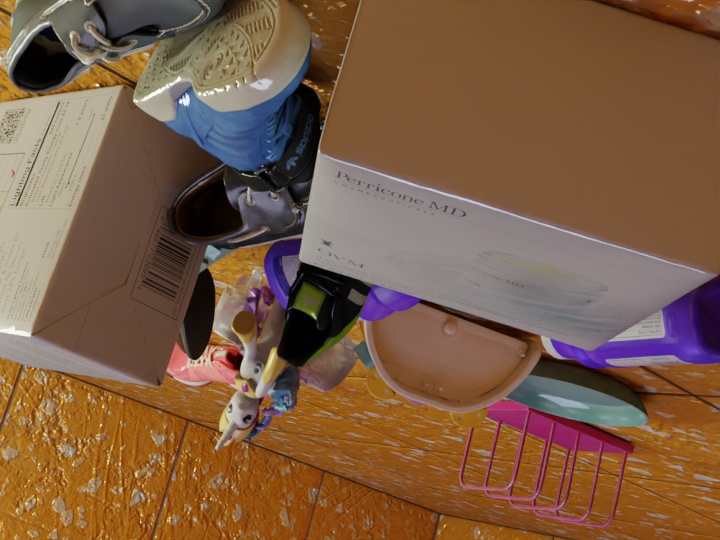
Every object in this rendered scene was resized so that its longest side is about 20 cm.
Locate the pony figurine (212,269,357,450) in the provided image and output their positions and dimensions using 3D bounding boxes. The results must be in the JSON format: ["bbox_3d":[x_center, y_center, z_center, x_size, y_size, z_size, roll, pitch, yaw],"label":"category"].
[{"bbox_3d":[-0.089,0.071,1.156,0.165,0.194,0.201,27,139,5],"label":"pony figurine"}]

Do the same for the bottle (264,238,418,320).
[{"bbox_3d":[0.000,0.000,0.953,0.198,0.065,0.084,-4,124,52],"label":"bottle"}]

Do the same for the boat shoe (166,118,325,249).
[{"bbox_3d":[-0.062,-0.058,0.792,0.067,0.073,0.198,4,164,-42],"label":"boat shoe"}]

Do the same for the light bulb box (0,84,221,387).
[{"bbox_3d":[-0.231,-0.026,0.899,0.198,0.202,0.124,3,159,44],"label":"light bulb box"}]

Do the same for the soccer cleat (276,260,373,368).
[{"bbox_3d":[-0.015,-0.007,0.830,0.067,0.081,0.202,29,132,11],"label":"soccer cleat"}]

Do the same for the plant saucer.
[{"bbox_3d":[0.241,0.141,1.322,0.197,0.028,0.200,16,165,4],"label":"plant saucer"}]

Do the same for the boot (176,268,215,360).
[{"bbox_3d":[-0.253,-0.003,1.155,0.196,0.064,0.189,7,122,23],"label":"boot"}]

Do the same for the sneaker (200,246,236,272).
[{"bbox_3d":[-0.160,-0.010,0.968,0.074,0.119,0.200,43,141,-8],"label":"sneaker"}]

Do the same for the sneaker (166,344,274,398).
[{"bbox_3d":[-0.223,0.140,1.769,0.196,0.075,0.087,10,151,8],"label":"sneaker"}]

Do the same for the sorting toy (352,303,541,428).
[{"bbox_3d":[0.065,0.083,1.221,0.197,0.109,0.180,20,-176,-13],"label":"sorting toy"}]

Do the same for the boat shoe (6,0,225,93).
[{"bbox_3d":[-0.148,-0.142,0.662,0.198,0.063,0.072,1,159,45],"label":"boat shoe"}]

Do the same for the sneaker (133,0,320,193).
[{"bbox_3d":[-0.054,-0.100,0.674,0.110,0.078,0.199,31,164,-27],"label":"sneaker"}]

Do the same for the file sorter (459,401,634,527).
[{"bbox_3d":[0.256,0.274,1.587,0.198,0.128,0.138,24,163,-26],"label":"file sorter"}]

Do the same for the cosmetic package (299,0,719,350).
[{"bbox_3d":[0.078,-0.055,0.619,0.196,0.125,0.200,17,164,-1],"label":"cosmetic package"}]

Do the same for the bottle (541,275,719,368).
[{"bbox_3d":[0.221,0.044,0.905,0.082,0.067,0.199,-7,177,-27],"label":"bottle"}]

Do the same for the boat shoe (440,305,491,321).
[{"bbox_3d":[0.138,0.011,0.884,0.067,0.073,0.198,30,158,-36],"label":"boat shoe"}]
